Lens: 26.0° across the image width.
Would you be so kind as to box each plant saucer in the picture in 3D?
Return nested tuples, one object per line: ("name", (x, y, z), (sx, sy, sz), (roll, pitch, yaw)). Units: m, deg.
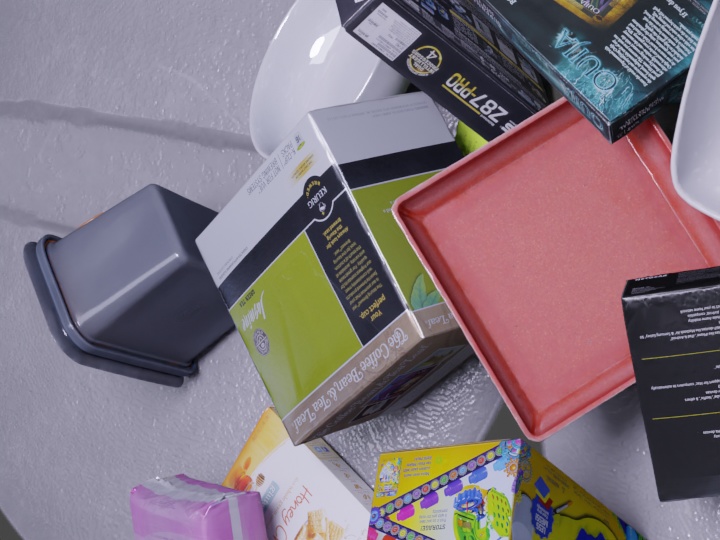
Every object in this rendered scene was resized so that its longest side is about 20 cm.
("plant saucer", (0.154, -0.011, 1.123), (0.199, 0.037, 0.201), (-31, 82, -4))

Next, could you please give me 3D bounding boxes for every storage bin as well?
("storage bin", (-0.180, 0.000, 1.387), (0.134, 0.200, 0.147), (-33, 65, 16))

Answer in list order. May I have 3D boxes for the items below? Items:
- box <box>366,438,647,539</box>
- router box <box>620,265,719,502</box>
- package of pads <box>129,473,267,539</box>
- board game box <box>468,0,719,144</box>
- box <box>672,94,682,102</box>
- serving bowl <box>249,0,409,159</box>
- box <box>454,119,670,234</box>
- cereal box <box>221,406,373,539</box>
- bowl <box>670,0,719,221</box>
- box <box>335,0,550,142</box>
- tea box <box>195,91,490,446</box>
("box", (0.100, 0.249, 1.095), (0.121, 0.200, 0.195), (-10, 57, 35))
("router box", (0.284, 0.068, 1.041), (0.198, 0.051, 0.151), (-8, 103, 18))
("package of pads", (-0.131, 0.279, 1.333), (0.120, 0.075, 0.202), (4, 104, 50))
("board game box", (0.172, -0.198, 1.140), (0.135, 0.028, 0.200), (-35, 59, -7))
("box", (0.221, -0.230, 1.194), (0.082, 0.049, 0.203), (-5, 81, 36))
("serving bowl", (-0.011, -0.171, 1.330), (0.200, 0.065, 0.202), (-36, 40, 38))
("box", (0.151, -0.041, 1.223), (0.199, 0.047, 0.123), (19, 96, 37))
("cereal box", (-0.044, 0.234, 1.337), (0.200, 0.039, 0.145), (42, 110, 33))
("bowl", (0.324, -0.113, 1.050), (0.198, 0.075, 0.202), (22, 115, 21))
("box", (0.059, -0.188, 1.188), (0.049, 0.199, 0.162), (-40, 38, 25))
("tea box", (0.000, 0.000, 1.230), (0.200, 0.133, 0.198), (-42, 69, 47))
